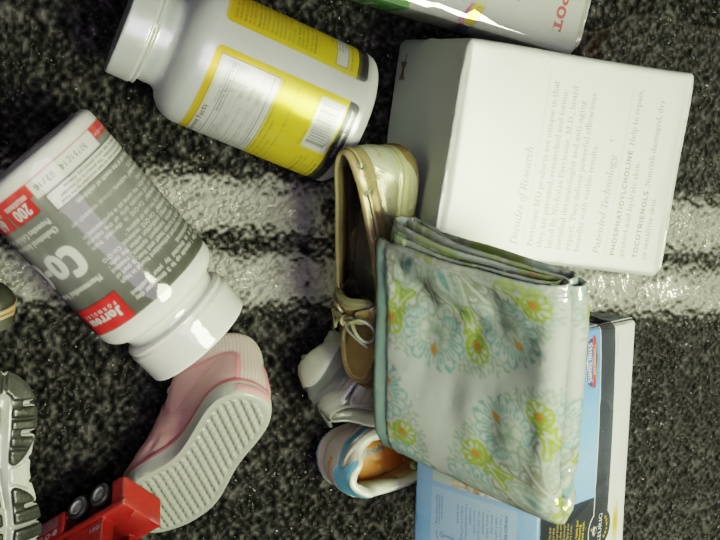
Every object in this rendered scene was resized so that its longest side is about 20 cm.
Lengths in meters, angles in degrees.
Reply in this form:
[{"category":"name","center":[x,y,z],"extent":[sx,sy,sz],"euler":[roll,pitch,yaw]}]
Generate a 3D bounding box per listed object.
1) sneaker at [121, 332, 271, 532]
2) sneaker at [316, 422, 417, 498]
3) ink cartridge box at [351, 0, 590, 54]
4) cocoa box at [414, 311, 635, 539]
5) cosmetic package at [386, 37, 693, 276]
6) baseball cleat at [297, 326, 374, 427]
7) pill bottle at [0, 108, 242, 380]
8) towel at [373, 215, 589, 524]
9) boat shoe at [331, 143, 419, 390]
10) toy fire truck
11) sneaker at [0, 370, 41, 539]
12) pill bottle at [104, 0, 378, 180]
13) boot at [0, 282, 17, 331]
[{"category":"sneaker","center":[-0.143,0.134,0.930],"extent":[0.075,0.105,0.200],"euler":[26,121,-27]},{"category":"sneaker","center":[0.062,0.146,0.980],"extent":[0.199,0.081,0.077],"euler":[-28,105,-16]},{"category":"ink cartridge box","center":[0.097,-0.275,0.916],"extent":[0.199,0.087,0.146],"euler":[12,96,-16]},{"category":"cocoa box","center":[0.135,0.135,0.906],"extent":[0.131,0.133,0.202],"euler":[-5,99,-45]},{"category":"cosmetic package","center":[0.138,-0.099,0.916],"extent":[0.199,0.167,0.168],"euler":[5,99,-17]},{"category":"baseball cleat","center":[0.046,0.070,0.953],"extent":[0.199,0.107,0.070],"euler":[-32,152,-2]},{"category":"pill bottle","center":[-0.192,-0.016,0.859],"extent":[0.114,0.114,0.200],"euler":[-41,108,-6]},{"category":"towel","center":[0.083,0.072,0.801],"extent":[0.048,0.171,0.201],"euler":[-24,123,-40]},{"category":"boat shoe","center":[0.002,0.000,0.870],"extent":[0.063,0.073,0.202],"euler":[-7,111,-38]},{"category":"toy fire truck","center":[-0.205,0.242,0.853],"extent":[0.199,0.141,0.049],"euler":[-32,128,18]},{"category":"sneaker","center":[-0.308,0.177,0.873],"extent":[0.078,0.090,0.201],"euler":[9,86,-46]},{"category":"pill bottle","center":[-0.094,-0.156,0.865],"extent":[0.199,0.112,0.113],"euler":[21,93,-19]},{"category":"boot","center":[-0.359,-0.024,0.818],"extent":[0.199,0.077,0.139],"euler":[3,107,-18]}]
